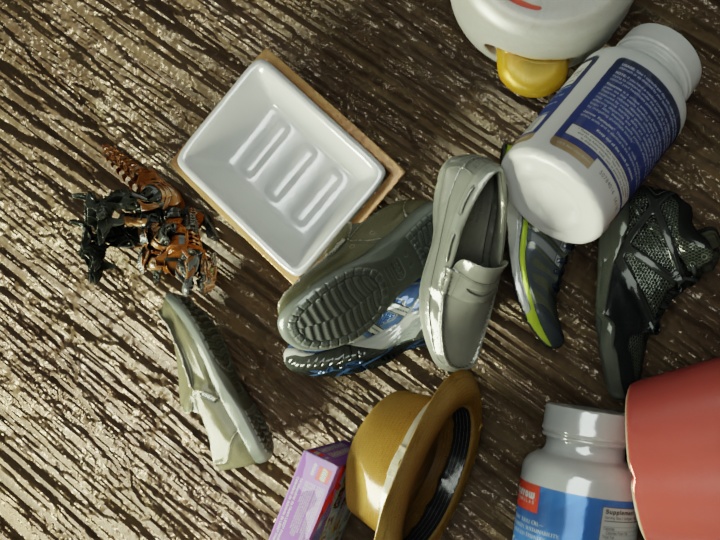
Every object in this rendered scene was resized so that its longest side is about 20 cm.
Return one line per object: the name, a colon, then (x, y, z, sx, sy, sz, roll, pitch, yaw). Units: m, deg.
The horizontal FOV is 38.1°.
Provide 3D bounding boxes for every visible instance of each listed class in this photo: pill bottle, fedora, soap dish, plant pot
pill bottle: (0.224, -0.129, 0.945, 0.111, 0.111, 0.200, 36, 67, 14)
fedora: (0.042, 0.178, 0.963, 0.081, 0.200, 0.203, 19, 90, 27)
soap dish: (-0.072, -0.101, 1.060, 0.200, 0.081, 0.158, 43, 96, 14)
plant pot: (0.327, 0.158, 0.892, 0.175, 0.200, 0.203, -8, 84, 23)
pill bottle: (0.196, 0.226, 0.950, 0.111, 0.112, 0.203, 6, 86, 15)

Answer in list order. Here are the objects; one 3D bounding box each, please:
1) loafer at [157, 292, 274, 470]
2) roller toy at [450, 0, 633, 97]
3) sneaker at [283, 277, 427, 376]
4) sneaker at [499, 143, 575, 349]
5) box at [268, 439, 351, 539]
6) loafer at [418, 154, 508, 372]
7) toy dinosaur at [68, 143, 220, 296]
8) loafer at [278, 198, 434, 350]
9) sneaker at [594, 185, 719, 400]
loafer: (-0.162, 0.117, 1.069, 0.069, 0.075, 0.201, -30, 79, 6)
roller toy: (0.174, -0.285, 0.982, 0.181, 0.140, 0.201, -34, 84, 0)
sneaker: (0.015, 0.050, 1.036, 0.198, 0.076, 0.078, -20, 75, 2)
sneaker: (0.181, -0.027, 0.997, 0.080, 0.074, 0.203, -7, 85, 10)
box: (-0.055, 0.266, 0.998, 0.039, 0.137, 0.202, 22, 91, 15)
loafer: (0.097, -0.002, 0.941, 0.069, 0.070, 0.203, -6, 106, -28)
toy dinosaur: (-0.227, -0.049, 1.095, 0.200, 0.135, 0.103, 41, 138, 41)
loafer: (0.000, 0.000, 0.978, 0.199, 0.076, 0.069, -35, 36, -20)
sneaker: (0.275, 0.021, 0.964, 0.113, 0.076, 0.202, 3, 81, 21)
